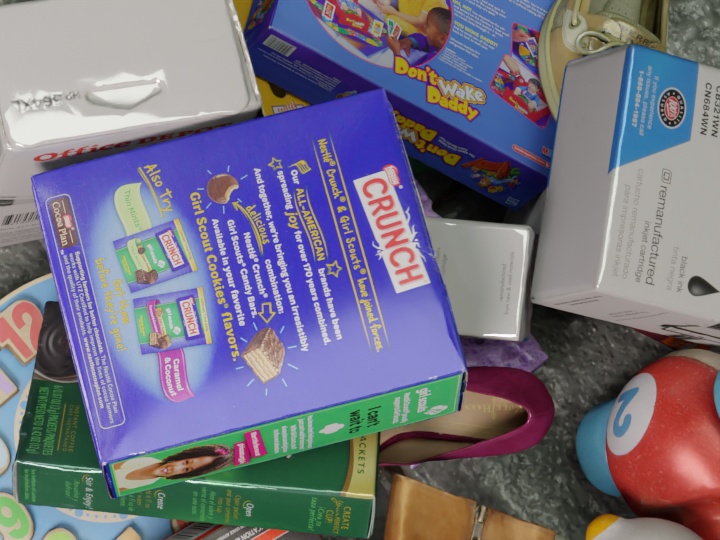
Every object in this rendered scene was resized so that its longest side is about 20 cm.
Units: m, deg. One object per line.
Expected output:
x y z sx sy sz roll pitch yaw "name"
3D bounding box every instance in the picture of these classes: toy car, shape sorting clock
0.172 0.160 1.450 0.200 0.184 0.177 -33 92 -31 "toy car"
-0.148 0.094 1.469 0.199 0.039 0.201 1 74 -5 "shape sorting clock"

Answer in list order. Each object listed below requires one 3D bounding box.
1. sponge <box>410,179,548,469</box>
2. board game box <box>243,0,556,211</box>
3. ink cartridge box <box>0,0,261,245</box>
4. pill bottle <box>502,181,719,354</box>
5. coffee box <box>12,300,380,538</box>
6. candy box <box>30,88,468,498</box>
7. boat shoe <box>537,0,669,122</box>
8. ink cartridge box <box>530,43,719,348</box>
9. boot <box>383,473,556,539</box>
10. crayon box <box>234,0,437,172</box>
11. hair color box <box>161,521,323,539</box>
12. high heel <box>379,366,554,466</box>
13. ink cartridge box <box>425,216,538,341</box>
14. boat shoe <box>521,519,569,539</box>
0.015 0.009 1.558 0.111 0.030 0.200 -35 85 -21 "sponge"
0.034 -0.140 1.515 0.200 0.045 0.135 27 54 -19 "board game box"
-0.153 -0.088 1.441 0.145 0.200 0.085 -11 77 -18 "ink cartridge box"
0.195 -0.013 1.569 0.199 0.114 0.114 25 69 -6 "pill bottle"
-0.086 0.081 1.413 0.199 0.044 0.123 7 49 -1 "coffee box"
-0.059 0.012 1.355 0.199 0.077 0.170 -14 72 -5 "candy box"
0.158 -0.158 1.534 0.073 0.063 0.201 29 51 -18 "boat shoe"
0.211 -0.034 1.458 0.199 0.084 0.147 13 79 -23 "ink cartridge box"
0.010 0.211 1.391 0.188 0.068 0.201 16 77 -16 "boot"
0.002 -0.123 1.548 0.199 0.052 0.126 -6 69 -35 "crayon box"
-0.043 0.231 1.435 0.101 0.061 0.201 -29 98 -21 "hair color box"
0.013 0.085 1.472 0.199 0.096 0.068 -11 89 8 "high heel"
0.000 0.000 1.467 0.199 0.116 0.067 5 89 7 "ink cartridge box"
0.098 0.248 1.486 0.066 0.074 0.201 16 71 -5 "boat shoe"
